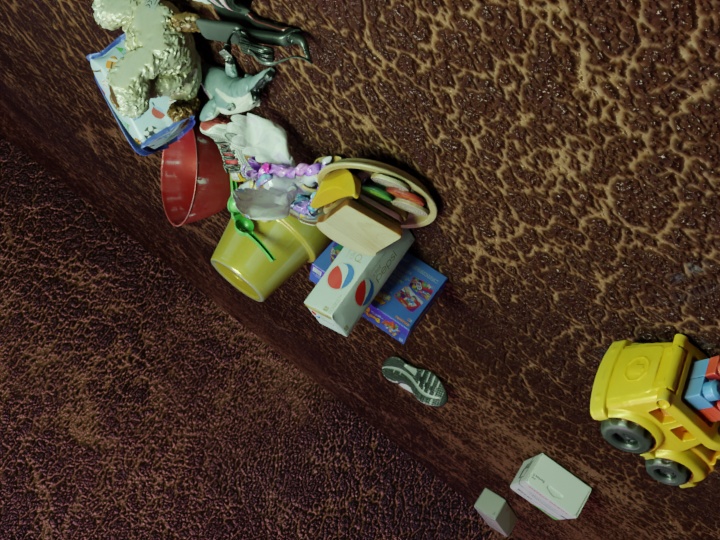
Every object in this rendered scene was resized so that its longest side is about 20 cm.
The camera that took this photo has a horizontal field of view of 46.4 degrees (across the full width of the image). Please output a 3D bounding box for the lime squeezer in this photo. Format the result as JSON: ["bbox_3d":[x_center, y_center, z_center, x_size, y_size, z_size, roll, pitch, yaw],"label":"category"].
[{"bbox_3d":[-0.212,-0.105,1.499,0.070,0.037,0.204,-11,100,68],"label":"lime squeezer"}]

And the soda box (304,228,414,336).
[{"bbox_3d":[0.000,0.000,1.339,0.067,0.202,0.064,22,160,39],"label":"soda box"}]

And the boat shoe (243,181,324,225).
[{"bbox_3d":[-0.132,-0.135,1.491,0.199,0.076,0.072,36,171,23],"label":"boat shoe"}]

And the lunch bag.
[{"bbox_3d":[-0.359,-0.289,1.395,0.172,0.122,0.200,61,175,-9],"label":"lunch bag"}]

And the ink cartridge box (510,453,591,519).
[{"bbox_3d":[0.461,0.531,2.049,0.144,0.085,0.200,34,164,9],"label":"ink cartridge box"}]

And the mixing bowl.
[{"bbox_3d":[-0.287,-0.182,1.547,0.106,0.205,0.199,0,-175,-31],"label":"mixing bowl"}]

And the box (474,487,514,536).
[{"bbox_3d":[0.473,0.843,2.919,0.094,0.078,0.201,26,161,35],"label":"box"}]

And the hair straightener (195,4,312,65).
[{"bbox_3d":[-0.141,-0.287,1.067,0.198,0.077,0.041,28,161,30],"label":"hair straightener"}]

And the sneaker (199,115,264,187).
[{"bbox_3d":[-0.194,-0.190,1.381,0.077,0.083,0.199,24,174,35],"label":"sneaker"}]

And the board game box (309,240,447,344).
[{"bbox_3d":[0.031,0.014,1.425,0.198,0.135,0.045,34,145,12],"label":"board game box"}]

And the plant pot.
[{"bbox_3d":[-0.183,-0.055,1.614,0.199,0.190,0.201,34,163,11],"label":"plant pot"}]

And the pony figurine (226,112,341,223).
[{"bbox_3d":[-0.126,-0.140,1.310,0.189,0.171,0.199,3,164,-25],"label":"pony figurine"}]

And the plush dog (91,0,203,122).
[{"bbox_3d":[-0.284,-0.318,1.225,0.172,0.157,0.204,55,-160,-81],"label":"plush dog"}]

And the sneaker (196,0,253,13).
[{"bbox_3d":[-0.149,-0.355,0.931,0.085,0.082,0.200,24,172,1],"label":"sneaker"}]

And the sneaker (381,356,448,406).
[{"bbox_3d":[0.146,0.276,2.077,0.198,0.075,0.080,30,179,39],"label":"sneaker"}]

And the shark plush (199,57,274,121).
[{"bbox_3d":[-0.193,-0.275,1.245,0.199,0.089,0.085,18,125,64],"label":"shark plush"}]

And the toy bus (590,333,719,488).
[{"bbox_3d":[0.428,0.176,1.075,0.199,0.137,0.191,39,149,-15],"label":"toy bus"}]

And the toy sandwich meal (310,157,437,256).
[{"bbox_3d":[0.014,-0.088,1.212,0.201,0.072,0.206,16,161,6],"label":"toy sandwich meal"}]
